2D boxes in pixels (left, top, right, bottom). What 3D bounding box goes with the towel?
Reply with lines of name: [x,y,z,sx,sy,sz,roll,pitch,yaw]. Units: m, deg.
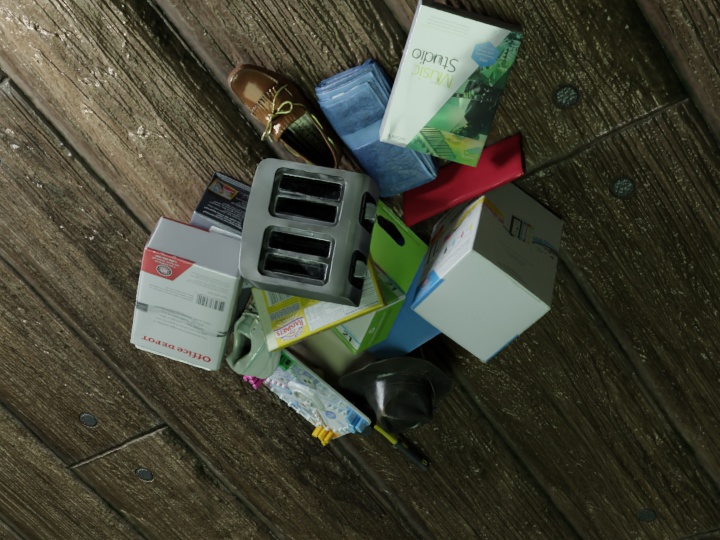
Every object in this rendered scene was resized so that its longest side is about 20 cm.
towel: [0.024,-0.196,1.581,0.111,0.049,0.201,-19,122,28]

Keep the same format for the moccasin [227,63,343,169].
moccasin: [-0.106,-0.212,1.573,0.073,0.078,0.202,-37,113,15]

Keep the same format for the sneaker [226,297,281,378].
sneaker: [-0.148,0.073,1.735,0.070,0.080,0.203,23,99,40]

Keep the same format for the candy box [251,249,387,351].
candy box: [-0.063,0.040,1.660,0.198,0.026,0.104,-22,79,19]

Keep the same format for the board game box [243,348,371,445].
board game box: [-0.096,0.215,1.870,0.199,0.026,0.200,40,155,-6]

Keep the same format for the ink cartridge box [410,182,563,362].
ink cartridge box: [0.183,-0.010,1.592,0.144,0.201,0.147,35,129,-12]

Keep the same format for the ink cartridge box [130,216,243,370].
ink cartridge box: [-0.255,0.037,1.667,0.145,0.083,0.202,17,130,-2]

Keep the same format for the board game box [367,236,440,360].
board game box: [0.068,0.044,1.745,0.199,0.039,0.160,-35,75,32]

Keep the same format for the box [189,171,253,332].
box: [-0.212,-0.025,1.735,0.131,0.115,0.201,24,131,-5]

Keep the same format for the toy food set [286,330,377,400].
toy food set: [-0.056,0.147,1.864,0.143,0.060,0.201,37,135,6]

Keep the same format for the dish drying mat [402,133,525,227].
dish drying mat: [0.146,-0.127,1.589,0.198,0.078,0.018,-23,136,29]

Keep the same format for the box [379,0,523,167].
box: [0.119,-0.248,1.491,0.142,0.037,0.202,14,121,-6]

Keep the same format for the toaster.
toaster: [-0.078,-0.057,1.576,0.197,0.184,0.119,10,174,6]

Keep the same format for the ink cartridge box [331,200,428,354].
ink cartridge box: [0.000,0.000,1.686,0.148,0.075,0.201,45,135,23]

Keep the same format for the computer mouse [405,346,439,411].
computer mouse: [0.049,0.158,1.869,0.138,0.046,0.201,-3,131,23]

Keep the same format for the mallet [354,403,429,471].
mallet: [0.055,0.304,1.967,0.041,0.066,0.200,-26,119,33]

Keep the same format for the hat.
hat: [0.060,0.214,1.785,0.197,0.082,0.201,-2,151,-1]

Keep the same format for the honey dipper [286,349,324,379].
honey dipper: [-0.142,0.126,1.847,0.199,0.038,0.038,33,133,15]
